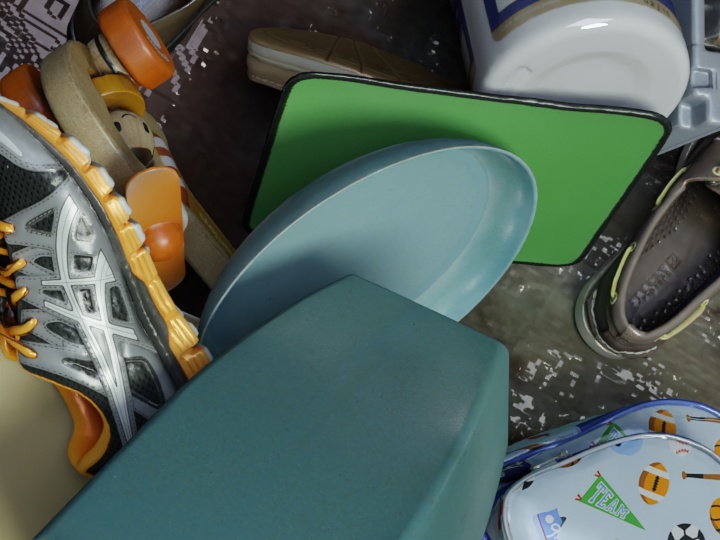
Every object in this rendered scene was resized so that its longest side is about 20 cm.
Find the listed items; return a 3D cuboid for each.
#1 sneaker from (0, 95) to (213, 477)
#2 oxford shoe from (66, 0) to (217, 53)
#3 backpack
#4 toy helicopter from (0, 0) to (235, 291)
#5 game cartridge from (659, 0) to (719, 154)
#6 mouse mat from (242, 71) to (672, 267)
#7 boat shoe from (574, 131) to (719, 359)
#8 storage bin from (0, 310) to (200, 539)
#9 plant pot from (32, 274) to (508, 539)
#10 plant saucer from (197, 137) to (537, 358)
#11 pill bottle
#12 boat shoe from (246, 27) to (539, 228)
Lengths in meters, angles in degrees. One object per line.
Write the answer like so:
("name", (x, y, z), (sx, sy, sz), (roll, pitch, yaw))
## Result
("sneaker", (-0.135, 0.008, 0.739), (0.077, 0.078, 0.200), (-37, 111, -19))
("oxford shoe", (-0.080, -0.189, 0.886), (0.073, 0.084, 0.200), (35, 77, -5))
("backpack", (0.140, 0.157, 0.868), (0.190, 0.154, 0.200), (-23, 86, -23))
("toy helicopter", (-0.095, -0.031, 0.833), (0.079, 0.132, 0.200), (-32, 126, 6))
("game cartridge", (0.166, -0.164, 0.906), (0.041, 0.133, 0.200), (3, 83, -13))
("mouse mat", (0.045, -0.048, 0.863), (0.200, 0.161, 0.008), (7, 60, -11))
("boat shoe", (0.202, -0.032, 0.939), (0.072, 0.060, 0.200), (43, 78, -4))
("storage bin", (-0.207, 0.080, 0.795), (0.198, 0.094, 0.200), (25, 80, -28))
("plant pot", (-0.020, 0.111, 0.747), (0.141, 0.141, 0.200), (24, 57, 22))
("plant saucer", (0.000, 0.000, 0.839), (0.200, 0.200, 0.027), (-27, 61, -13))
("pill bottle", (0.100, -0.167, 0.876), (0.111, 0.111, 0.200), (-1, 55, -12))
("boat shoe", (0.025, -0.075, 0.902), (0.200, 0.074, 0.069), (19, 109, -7))
